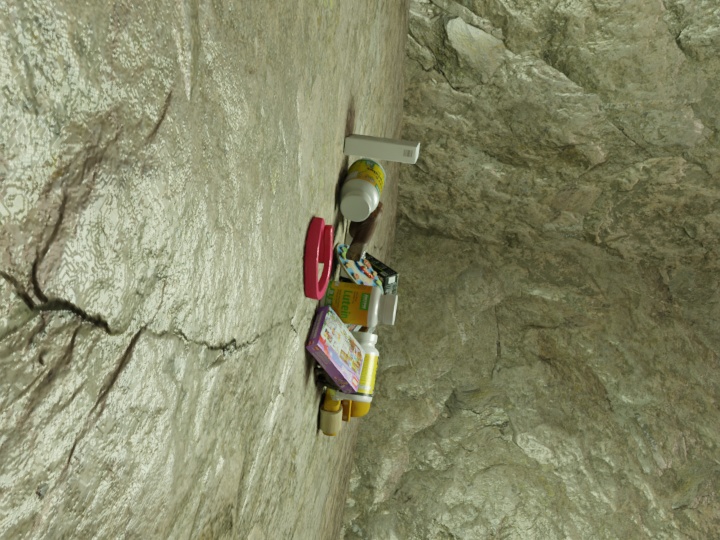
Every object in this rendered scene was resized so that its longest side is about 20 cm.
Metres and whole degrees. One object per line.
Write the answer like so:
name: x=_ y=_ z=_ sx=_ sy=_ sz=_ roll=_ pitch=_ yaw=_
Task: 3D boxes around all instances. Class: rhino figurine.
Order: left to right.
rhino figurine: x=-0.081 y=0.273 z=1.636 sx=0.200 sy=0.087 sz=0.060 roll=90 pitch=9 yaw=-52

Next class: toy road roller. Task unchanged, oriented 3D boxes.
toy road roller: x=-0.045 y=0.433 z=1.888 sx=0.200 sy=0.146 sz=0.123 roll=-71 pitch=167 yaw=-61

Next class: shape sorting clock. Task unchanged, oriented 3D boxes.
shape sorting clock: x=0.000 y=0.000 z=1.714 sx=0.039 sy=0.200 sz=0.200 roll=-40 pitch=-175 yaw=14

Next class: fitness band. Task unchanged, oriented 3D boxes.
fitness band: x=-0.099 y=-0.028 z=1.359 sx=0.144 sy=0.037 sz=0.200 roll=-70 pitch=165 yaw=-52

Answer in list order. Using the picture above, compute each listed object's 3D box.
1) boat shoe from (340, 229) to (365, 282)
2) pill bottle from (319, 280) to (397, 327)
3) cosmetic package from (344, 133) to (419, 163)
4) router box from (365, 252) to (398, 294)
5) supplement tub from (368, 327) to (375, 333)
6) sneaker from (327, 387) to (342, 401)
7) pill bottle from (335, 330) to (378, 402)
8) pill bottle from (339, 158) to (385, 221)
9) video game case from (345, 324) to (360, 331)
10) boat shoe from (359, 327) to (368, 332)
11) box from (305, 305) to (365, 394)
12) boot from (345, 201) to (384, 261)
boat shoe: x=-0.019 y=-0.058 z=1.895 sx=0.093 sy=0.074 sz=0.201 roll=33 pitch=74 yaw=-84
pill bottle: x=-0.004 y=0.093 z=1.588 sx=0.111 sy=0.199 sz=0.111 roll=8 pitch=90 yaw=-84
cosmetic package: x=0.064 y=-0.347 z=1.662 sx=0.151 sy=0.199 sz=0.052 roll=-64 pitch=162 yaw=-69
router box: x=0.045 y=0.041 z=2.076 sx=0.062 sy=0.200 sz=0.150 roll=-18 pitch=125 yaw=-33
supplement tub: x=-0.001 y=0.112 z=2.001 sx=0.123 sy=0.122 sz=0.201 roll=-69 pitch=165 yaw=-64
sneaker: x=-0.071 y=0.304 z=1.845 sx=0.200 sy=0.078 sz=0.090 roll=-92 pitch=160 yaw=-48
pill bottle: x=-0.006 y=0.287 z=1.755 sx=0.112 sy=0.112 sz=0.201 roll=65 pitch=34 yaw=-79
pill bottle: x=0.003 y=-0.226 z=1.656 sx=0.200 sy=0.112 sz=0.113 roll=-73 pitch=169 yaw=-52
video game case: x=-0.042 y=0.165 z=1.764 sx=0.200 sy=0.025 sz=0.181 roll=-49 pitch=159 yaw=-25
boat shoe: x=-0.017 y=0.199 z=1.940 sx=0.200 sy=0.070 sz=0.070 roll=-51 pitch=163 yaw=23
box: x=-0.061 y=0.208 z=1.532 sx=0.200 sy=0.039 sz=0.137 roll=56 pitch=31 yaw=-31
boot: x=-0.010 y=-0.087 z=1.697 sx=0.186 sy=0.064 sz=0.200 roll=-50 pitch=-164 yaw=50
